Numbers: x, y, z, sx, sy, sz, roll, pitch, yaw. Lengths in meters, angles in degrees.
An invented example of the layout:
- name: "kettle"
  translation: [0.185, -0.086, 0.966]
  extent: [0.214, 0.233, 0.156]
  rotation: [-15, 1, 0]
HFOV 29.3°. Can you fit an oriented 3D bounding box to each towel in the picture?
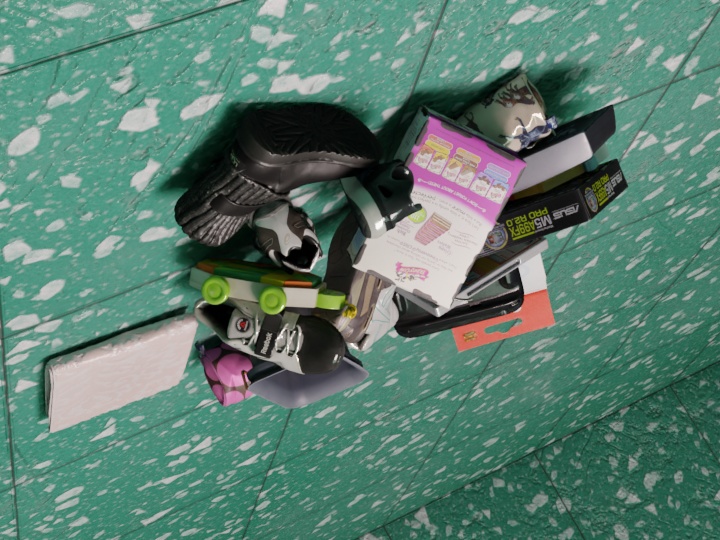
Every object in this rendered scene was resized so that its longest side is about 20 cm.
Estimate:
- name: "towel"
  translation: [-0.316, 0.132, 1.790]
  extent: [0.199, 0.032, 0.191]
  rotation: [-21, 159, -24]

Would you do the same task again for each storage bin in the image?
- name: "storage bin"
  translation: [-0.092, 0.089, 1.793]
  extent: [0.144, 0.135, 0.200]
  rotation: [-23, 160, 10]

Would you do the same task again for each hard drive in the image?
- name: "hard drive"
  translation: [0.224, -0.143, 1.746]
  extent: [0.199, 0.043, 0.135]
  rotation: [-22, -170, 34]

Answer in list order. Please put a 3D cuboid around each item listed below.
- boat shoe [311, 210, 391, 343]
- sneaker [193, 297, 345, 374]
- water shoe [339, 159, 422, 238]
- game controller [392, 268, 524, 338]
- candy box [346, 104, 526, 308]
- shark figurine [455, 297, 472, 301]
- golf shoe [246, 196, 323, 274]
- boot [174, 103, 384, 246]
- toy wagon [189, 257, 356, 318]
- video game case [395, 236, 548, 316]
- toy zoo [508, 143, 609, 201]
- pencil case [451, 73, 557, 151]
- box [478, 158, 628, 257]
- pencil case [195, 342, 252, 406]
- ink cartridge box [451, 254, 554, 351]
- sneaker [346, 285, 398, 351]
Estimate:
- name: "boat shoe"
  translation: [0.000, 0.000, 1.731]
  extent: [0.074, 0.201, 0.073]
  rotation: [4, 152, 41]
- name: "sneaker"
  translation: [-0.115, 0.077, 1.645]
  extent: [0.088, 0.198, 0.075]
  rotation: [3, 102, -62]
- name: "water shoe"
  translation: [0.023, -0.089, 1.541]
  extent: [0.078, 0.072, 0.200]
  rotation: [-23, -156, 0]
- name: "game controller"
  translation: [0.135, 0.036, 1.976]
  extent: [0.198, 0.042, 0.105]
  rotation: [-15, 117, 6]
- name: "candy box"
  translation: [0.088, -0.074, 1.621]
  extent: [0.135, 0.061, 0.201]
  rotation: [24, 104, -16]
- name: "shark figurine"
  translation: [0.104, -0.039, 1.882]
  extent: [0.127, 0.090, 0.215]
  rotation: [0, -148, 21]
- name: "golf shoe"
  translation: [-0.085, -0.028, 1.645]
  extent: [0.077, 0.095, 0.200]
  rotation: [-32, 162, 3]
- name: "boot"
  translation: [-0.089, -0.101, 1.484]
  extent: [0.210, 0.080, 0.158]
  rotation: [-2, 144, -44]
- name: "toy wagon"
  translation: [-0.099, 0.021, 1.636]
  extent: [0.198, 0.040, 0.155]
  rotation: [9, -172, 8]
- name: "video game case"
  translation: [0.145, -0.013, 1.928]
  extent: [0.199, 0.143, 0.018]
  rotation: [-31, 123, -20]
- name: "toy zoo"
  translation: [0.241, -0.125, 1.830]
  extent: [0.131, 0.021, 0.199]
  rotation: [-28, -172, -32]
- name: "pencil case"
  translation: [0.140, -0.150, 1.675]
  extent: [0.199, 0.090, 0.078]
  rotation: [-33, -163, 5]
- name: "box"
  translation: [0.229, -0.076, 1.777]
  extent: [0.199, 0.045, 0.160]
  rotation: [-19, -173, 32]
- name: "pencil case"
  translation: [-0.126, 0.107, 1.924]
  extent: [0.199, 0.094, 0.092]
  rotation: [-24, 115, -16]
- name: "ink cartridge box"
  translation: [0.199, 0.039, 2.032]
  extent: [0.159, 0.047, 0.201]
  rotation: [-16, 126, 5]
- name: "sneaker"
  translation: [0.009, 0.041, 1.897]
  extent: [0.080, 0.070, 0.201]
  rotation: [-53, 152, -28]
